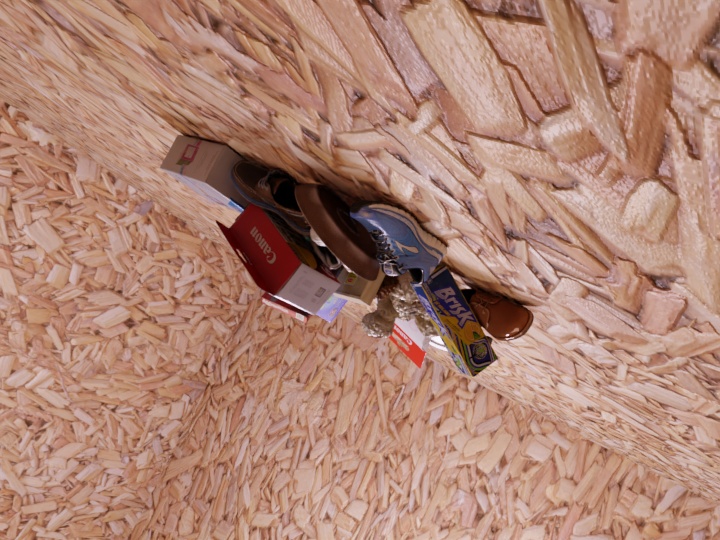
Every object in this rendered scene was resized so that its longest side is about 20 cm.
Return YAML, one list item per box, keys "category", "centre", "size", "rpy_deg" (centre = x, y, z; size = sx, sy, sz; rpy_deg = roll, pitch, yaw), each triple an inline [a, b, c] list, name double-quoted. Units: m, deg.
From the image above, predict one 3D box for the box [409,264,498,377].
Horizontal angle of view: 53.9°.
- category: "box"
  centre: [0.172, 0.092, 1.308]
  size: [0.203, 0.063, 0.070]
  rpy_deg: [60, 168, -6]

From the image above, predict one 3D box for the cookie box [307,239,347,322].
- category: "cookie box"
  centre: [-0.107, 0.000, 1.658]
  size: [0.197, 0.172, 0.076]
  rpy_deg: [30, -146, -14]

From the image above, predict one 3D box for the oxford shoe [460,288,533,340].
- category: "oxford shoe"
  centre: [0.235, 0.075, 1.286]
  size: [0.071, 0.072, 0.199]
  rpy_deg: [37, 171, -25]

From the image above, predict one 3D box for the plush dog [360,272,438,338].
- category: "plush dog"
  centre: [0.102, 0.046, 1.452]
  size: [0.194, 0.165, 0.172]
  rpy_deg: [1, 160, -8]

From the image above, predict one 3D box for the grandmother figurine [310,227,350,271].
- category: "grandmother figurine"
  centre: [-0.034, -0.062, 1.280]
  size: [0.123, 0.060, 0.199]
  rpy_deg: [63, -164, 16]

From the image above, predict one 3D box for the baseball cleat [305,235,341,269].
- category: "baseball cleat"
  centre: [-0.052, -0.042, 1.394]
  size: [0.199, 0.069, 0.108]
  rpy_deg: [23, -142, -59]

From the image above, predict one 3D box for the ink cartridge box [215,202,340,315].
- category: "ink cartridge box"
  centre: [-0.155, -0.033, 1.318]
  size: [0.201, 0.084, 0.175]
  rpy_deg: [50, -169, 34]

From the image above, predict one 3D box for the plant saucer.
- category: "plant saucer"
  centre: [-0.029, -0.071, 1.162]
  size: [0.200, 0.032, 0.201]
  rpy_deg: [47, -165, -16]

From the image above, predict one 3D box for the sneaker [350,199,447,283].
- category: "sneaker"
  centre: [0.055, -0.041, 1.109]
  size: [0.198, 0.091, 0.078]
  rpy_deg: [34, 169, -34]

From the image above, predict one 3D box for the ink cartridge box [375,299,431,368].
- category: "ink cartridge box"
  centre: [0.095, 0.124, 1.643]
  size: [0.162, 0.056, 0.203]
  rpy_deg: [43, 137, 27]

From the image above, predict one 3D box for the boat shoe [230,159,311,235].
- category: "boat shoe"
  centre: [-0.152, -0.148, 1.289]
  size: [0.197, 0.073, 0.073]
  rpy_deg: [32, 155, 7]

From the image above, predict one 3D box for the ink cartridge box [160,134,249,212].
- category: "ink cartridge box"
  centre: [-0.289, -0.190, 1.420]
  size: [0.198, 0.086, 0.144]
  rpy_deg: [23, 171, 47]

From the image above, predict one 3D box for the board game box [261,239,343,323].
- category: "board game box"
  centre: [-0.109, 0.017, 1.421]
  size: [0.101, 0.201, 0.020]
  rpy_deg: [23, 133, 10]

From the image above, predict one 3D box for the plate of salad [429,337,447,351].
- category: "plate of salad"
  centre: [0.190, 0.113, 1.636]
  size: [0.195, 0.048, 0.203]
  rpy_deg: [21, 141, 18]

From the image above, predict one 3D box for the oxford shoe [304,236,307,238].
- category: "oxford shoe"
  centre: [-0.113, -0.096, 1.494]
  size: [0.074, 0.059, 0.200]
  rpy_deg: [27, 174, -6]

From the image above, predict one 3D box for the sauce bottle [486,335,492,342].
- category: "sauce bottle"
  centre: [0.227, 0.134, 1.718]
  size: [0.196, 0.067, 0.066]
  rpy_deg: [27, 172, 0]

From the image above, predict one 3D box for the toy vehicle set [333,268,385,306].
- category: "toy vehicle set"
  centre: [0.000, 0.000, 1.441]
  size: [0.026, 0.127, 0.199]
  rpy_deg: [29, 173, -20]

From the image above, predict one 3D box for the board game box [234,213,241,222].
- category: "board game box"
  centre: [-0.186, -0.050, 1.513]
  size: [0.203, 0.028, 0.136]
  rpy_deg: [59, -162, -15]

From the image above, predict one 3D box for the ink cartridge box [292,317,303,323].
- category: "ink cartridge box"
  centre: [-0.098, 0.049, 1.819]
  size: [0.047, 0.204, 0.145]
  rpy_deg: [28, 173, -15]
